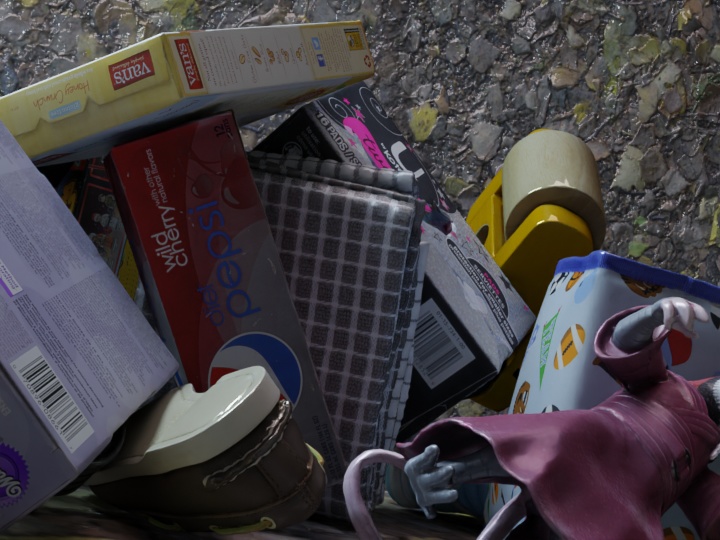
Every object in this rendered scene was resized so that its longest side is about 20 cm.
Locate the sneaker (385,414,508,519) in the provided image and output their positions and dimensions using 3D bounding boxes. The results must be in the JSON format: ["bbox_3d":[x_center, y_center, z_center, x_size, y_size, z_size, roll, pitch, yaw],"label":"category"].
[{"bbox_3d":[0.125,0.145,1.008,0.198,0.081,0.130,1,2,-43],"label":"sneaker"}]

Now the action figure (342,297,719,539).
[{"bbox_3d":[0.117,0.093,0.641,0.199,0.135,0.148,-23,-4,-43],"label":"action figure"}]

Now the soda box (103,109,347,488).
[{"bbox_3d":[-0.072,0.024,0.760,0.069,0.203,0.063,-18,3,-13],"label":"soda box"}]

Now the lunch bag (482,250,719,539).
[{"bbox_3d":[0.137,0.086,0.796,0.122,0.172,0.200,18,-5,-6],"label":"lunch bag"}]

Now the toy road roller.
[{"bbox_3d":[0.135,0.015,1.045,0.145,0.201,0.124,26,32,-13],"label":"toy road roller"}]

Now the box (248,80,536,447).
[{"bbox_3d":[0.000,0.000,0.938,0.132,0.201,0.115,-37,1,25],"label":"box"}]

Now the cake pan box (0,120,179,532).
[{"bbox_3d":[-0.166,0.001,0.630,0.201,0.052,0.184,54,11,-6],"label":"cake pan box"}]

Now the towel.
[{"bbox_3d":[-0.052,0.033,0.842,0.163,0.203,0.085,10,9,14],"label":"towel"}]

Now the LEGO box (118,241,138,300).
[{"bbox_3d":[-0.252,0.010,1.152,0.147,0.203,0.077,11,-2,17],"label":"LEGO box"}]

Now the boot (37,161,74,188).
[{"bbox_3d":[-0.259,-0.097,0.818,0.199,0.069,0.189,35,29,-15],"label":"boot"}]

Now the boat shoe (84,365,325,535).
[{"bbox_3d":[-0.078,0.091,0.673,0.060,0.072,0.199,52,-28,-9],"label":"boat shoe"}]

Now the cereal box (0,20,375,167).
[{"bbox_3d":[-0.099,-0.098,0.803,0.142,0.040,0.199,-15,2,30],"label":"cereal box"}]

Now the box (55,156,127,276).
[{"bbox_3d":[-0.199,0.007,0.927,0.039,0.203,0.136,16,-5,-31],"label":"box"}]
